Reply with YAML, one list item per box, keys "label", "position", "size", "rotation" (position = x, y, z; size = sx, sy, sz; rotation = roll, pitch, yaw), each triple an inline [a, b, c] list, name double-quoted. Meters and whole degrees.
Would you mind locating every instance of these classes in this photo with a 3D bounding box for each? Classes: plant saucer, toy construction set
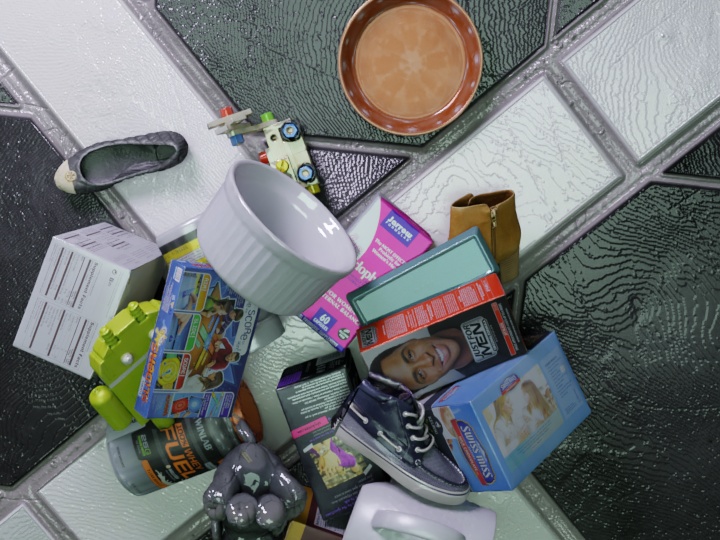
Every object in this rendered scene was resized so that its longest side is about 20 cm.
- label: "plant saucer"
  position: [0.082, 0.018, 1.233]
  size: [0.199, 0.019, 0.070]
  rotation: [-28, 98, 8]
- label: "toy construction set"
  position: [-0.129, -0.140, 1.292]
  size: [0.130, 0.092, 0.201]
  rotation: [-20, 107, 5]
- label: "plant saucer"
  position: [0.068, -0.287, 1.287]
  size: [0.199, 0.032, 0.202]
  rotation: [0, 99, 2]

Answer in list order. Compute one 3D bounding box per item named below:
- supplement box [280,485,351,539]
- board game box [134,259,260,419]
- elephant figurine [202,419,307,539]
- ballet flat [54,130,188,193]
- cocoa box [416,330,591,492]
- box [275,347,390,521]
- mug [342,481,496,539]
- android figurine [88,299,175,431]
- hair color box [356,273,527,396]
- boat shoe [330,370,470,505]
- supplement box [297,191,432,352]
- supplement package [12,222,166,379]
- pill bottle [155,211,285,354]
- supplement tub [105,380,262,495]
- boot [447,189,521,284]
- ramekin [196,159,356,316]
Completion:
- label: "supplement box"
  position: [-0.032, 0.452, 1.343]
  size: [0.199, 0.133, 0.198]
  rotation: [20, 99, 0]
- label: "board game box"
  position: [-0.202, 0.092, 1.197]
  size: [0.135, 0.034, 0.201]
  rotation: [8, 102, -44]
- label: "elephant figurine"
  position: [-0.152, 0.340, 1.253]
  size: [0.141, 0.155, 0.201]
  rotation: [26, 135, 17]
- label: "ballet flat"
  position: [-0.339, -0.156, 1.310]
  size: [0.199, 0.057, 0.067]
  rotation: [-17, 96, 5]
- label: "cocoa box"
  position: [0.187, 0.188, 1.248]
  size: [0.200, 0.131, 0.134]
  rotation: [-32, 99, -39]
- label: "box"
  position: [-0.034, 0.228, 1.317]
  size: [0.105, 0.122, 0.201]
  rotation: [-18, 98, 4]
- label: "mug"
  position: [0.071, 0.341, 1.181]
  size: [0.174, 0.200, 0.148]
  rotation: [20, 67, 4]
- label: "android figurine"
  position: [-0.271, 0.120, 1.210]
  size: [0.182, 0.041, 0.201]
  rotation: [-41, 137, -20]
- label: "hair color box"
  position: [0.105, 0.092, 1.220]
  size: [0.199, 0.061, 0.102]
  rotation: [-23, 119, 7]
- label: "boat shoe"
  position: [0.063, 0.209, 1.176]
  size: [0.199, 0.075, 0.093]
  rotation: [30, 115, 6]
- label: "supplement box"
  position: [0.000, 0.000, 1.295]
  size: [0.101, 0.103, 0.200]
  rotation: [39, 96, -3]
- label: "supplement package"
  position: [-0.356, 0.035, 1.264]
  size: [0.110, 0.200, 0.157]
  rotation: [23, 99, 0]
- label: "pill bottle"
  position: [-0.191, 0.019, 1.299]
  size: [0.114, 0.114, 0.201]
  rotation: [-26, 96, 6]
- label: "supplement tub"
  position: [-0.248, 0.232, 1.327]
  size: [0.199, 0.123, 0.123]
  rotation: [-22, 96, 5]
- label: "boot"
  position: [0.130, -0.024, 1.265]
  size: [0.200, 0.071, 0.145]
  rotation: [-25, 124, -16]
- label: "ramekin"
  position: [-0.110, -0.036, 1.178]
  size: [0.200, 0.201, 0.098]
  rotation: [41, 111, -3]
